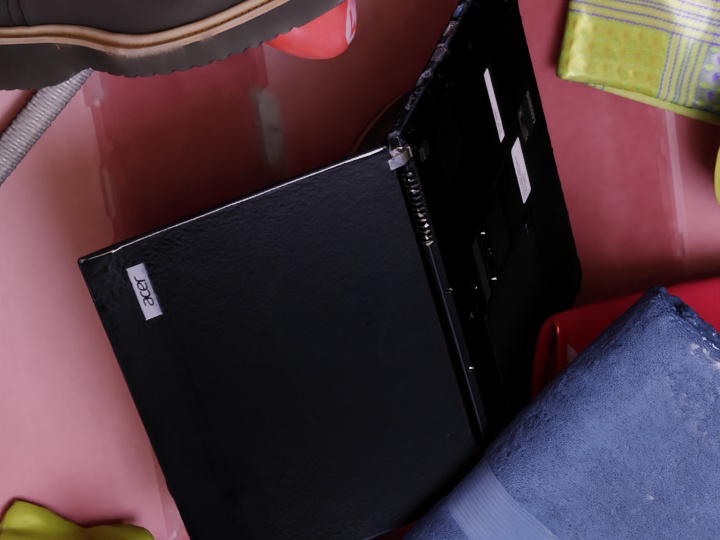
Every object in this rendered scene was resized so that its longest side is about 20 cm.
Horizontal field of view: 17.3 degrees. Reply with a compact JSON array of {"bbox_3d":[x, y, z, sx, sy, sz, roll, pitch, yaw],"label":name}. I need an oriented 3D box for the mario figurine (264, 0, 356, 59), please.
[{"bbox_3d":[-0.015,-0.180,0.884,0.123,0.106,0.201,-11,102,-31],"label":"mario figurine"}]

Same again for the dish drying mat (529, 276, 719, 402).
[{"bbox_3d":[0.153,0.040,1.006,0.199,0.018,0.077,-9,109,-35],"label":"dish drying mat"}]

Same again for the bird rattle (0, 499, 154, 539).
[{"bbox_3d":[-0.071,0.172,1.003,0.199,0.113,0.164,9,116,-30],"label":"bird rattle"}]

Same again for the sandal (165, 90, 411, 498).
[{"bbox_3d":[-0.028,0.008,0.968,0.201,0.055,0.082,-59,153,12],"label":"sandal"}]

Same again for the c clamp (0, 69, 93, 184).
[{"bbox_3d":[-0.135,-0.087,0.926,0.200,0.027,0.171,-45,112,1],"label":"c clamp"}]

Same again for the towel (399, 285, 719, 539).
[{"bbox_3d":[0.088,0.108,0.914,0.112,0.049,0.200,43,107,2],"label":"towel"}]

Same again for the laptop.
[{"bbox_3d":[0.000,0.000,0.925,0.103,0.200,0.178,3,132,24],"label":"laptop"}]

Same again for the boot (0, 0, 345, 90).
[{"bbox_3d":[-0.087,-0.142,0.821,0.077,0.199,0.139,-40,115,-48],"label":"boot"}]

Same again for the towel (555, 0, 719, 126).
[{"bbox_3d":[0.169,-0.159,0.988,0.143,0.023,0.201,14,102,-19],"label":"towel"}]

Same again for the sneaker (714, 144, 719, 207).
[{"bbox_3d":[0.240,-0.021,1.000,0.199,0.082,0.074,13,90,-37],"label":"sneaker"}]
